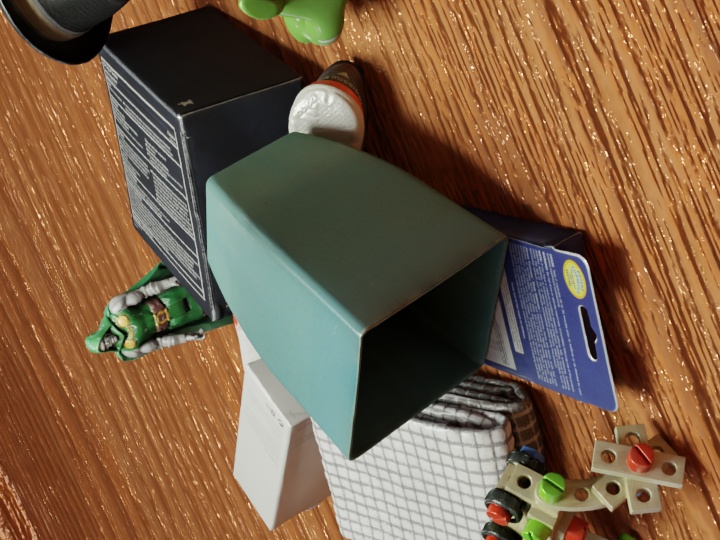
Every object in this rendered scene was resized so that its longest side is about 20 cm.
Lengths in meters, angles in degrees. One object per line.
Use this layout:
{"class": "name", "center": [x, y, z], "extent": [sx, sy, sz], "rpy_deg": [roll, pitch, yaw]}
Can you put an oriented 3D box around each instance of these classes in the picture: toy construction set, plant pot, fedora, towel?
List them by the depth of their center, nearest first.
{"class": "toy construction set", "center": [0.157, 0.186, 1.010], "extent": [0.130, 0.092, 0.201], "rpy_deg": [26, 139, 17]}
{"class": "plant pot", "center": [-0.019, -0.001, 1.032], "extent": [0.200, 0.141, 0.142], "rpy_deg": [40, 146, 28]}
{"class": "towel", "center": [0.063, 0.162, 1.157], "extent": [0.199, 0.085, 0.167], "rpy_deg": [9, 124, 39]}
{"class": "fedora", "center": [-0.230, -0.277, 1.167], "extent": [0.091, 0.201, 0.203], "rpy_deg": [-10, 108, 26]}

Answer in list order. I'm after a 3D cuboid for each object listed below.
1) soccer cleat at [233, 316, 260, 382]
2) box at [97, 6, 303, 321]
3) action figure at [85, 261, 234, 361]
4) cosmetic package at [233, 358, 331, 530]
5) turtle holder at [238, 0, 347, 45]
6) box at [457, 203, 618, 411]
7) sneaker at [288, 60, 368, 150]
{"class": "soccer cleat", "center": [-0.087, 0.085, 1.403], "extent": [0.201, 0.068, 0.086], "rpy_deg": [96, 156, -54]}
{"class": "box", "center": [-0.130, -0.100, 1.249], "extent": [0.200, 0.122, 0.200], "rpy_deg": [43, 147, 49]}
{"class": "action figure", "center": [-0.181, 0.034, 1.391], "extent": [0.054, 0.199, 0.119], "rpy_deg": [15, 128, 55]}
{"class": "cosmetic package", "center": [-0.054, 0.152, 1.365], "extent": [0.081, 0.112, 0.201], "rpy_deg": [51, 149, 25]}
{"class": "turtle holder", "center": [-0.047, -0.252, 0.994], "extent": [0.185, 0.141, 0.132], "rpy_deg": [34, -167, -38]}
{"class": "box", "center": [0.117, 0.022, 1.021], "extent": [0.199, 0.032, 0.122], "rpy_deg": [20, 130, 56]}
{"class": "sneaker", "center": [-0.025, -0.082, 1.149], "extent": [0.076, 0.082, 0.201], "rpy_deg": [22, 133, 3]}
